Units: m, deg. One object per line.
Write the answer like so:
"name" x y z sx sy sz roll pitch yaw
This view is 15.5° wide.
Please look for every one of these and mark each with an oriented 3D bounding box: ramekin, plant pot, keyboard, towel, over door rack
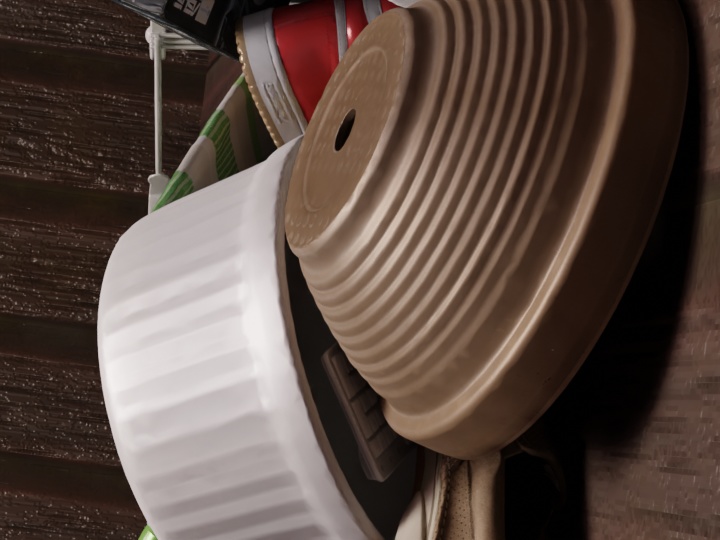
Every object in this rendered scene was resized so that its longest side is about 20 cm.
"ramekin" -0.029 0.050 1.133 0.201 0.097 0.201 51 -151 -43
"plant pot" 0.034 -0.037 1.004 0.201 0.092 0.201 -54 23 35
"keyboard" 0.025 0.035 1.129 0.200 0.011 0.056 -39 -68 -68
"towel" -0.072 -0.013 1.466 0.153 0.023 0.200 78 -149 -42
"over door rack" -0.058 -0.102 1.603 0.200 0.147 0.067 95 176 -48

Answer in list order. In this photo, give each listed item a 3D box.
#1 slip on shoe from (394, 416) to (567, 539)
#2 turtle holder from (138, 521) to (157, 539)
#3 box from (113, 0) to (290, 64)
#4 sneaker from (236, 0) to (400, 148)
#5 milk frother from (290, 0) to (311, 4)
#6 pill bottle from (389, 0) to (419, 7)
"slip on shoe" 0.056 0.082 1.068 0.076 0.060 0.200 56 -145 -33
"turtle holder" -0.063 0.165 1.533 0.132 0.140 0.186 -30 -62 -79
"box" -0.067 -0.200 1.412 0.161 0.043 0.200 -67 -13 1
"sneaker" 0.017 -0.080 1.451 0.200 0.112 0.071 61 -164 -50
"milk frother" -0.050 -0.235 1.644 0.200 0.180 0.189 131 142 -65
"pill bottle" 0.027 -0.197 1.279 0.200 0.119 0.120 -100 19 -66
